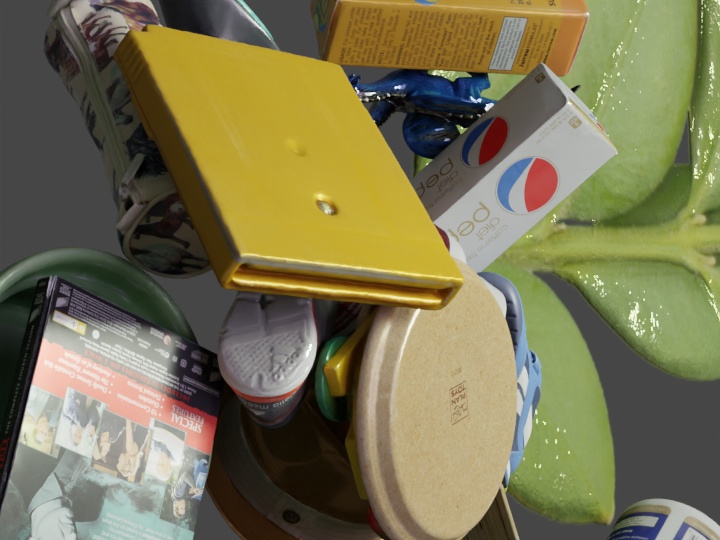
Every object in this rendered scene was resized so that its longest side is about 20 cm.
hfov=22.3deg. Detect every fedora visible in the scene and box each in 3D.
[{"bbox_3d":[-0.018,0.115,1.245,0.200,0.082,0.201,20,45,-21],"label":"fedora"}]

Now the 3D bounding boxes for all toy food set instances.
[{"bbox_3d":[0.045,0.083,1.183,0.200,0.048,0.199,-45,128,-48],"label":"toy food set"}]

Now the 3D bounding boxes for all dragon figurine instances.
[{"bbox_3d":[0.064,-0.122,1.395,0.100,0.199,0.059,-76,178,-54],"label":"dragon figurine"}]

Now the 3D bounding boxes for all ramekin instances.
[{"bbox_3d":[-0.193,0.091,1.100,0.199,0.097,0.201,10,76,-46],"label":"ramekin"}]

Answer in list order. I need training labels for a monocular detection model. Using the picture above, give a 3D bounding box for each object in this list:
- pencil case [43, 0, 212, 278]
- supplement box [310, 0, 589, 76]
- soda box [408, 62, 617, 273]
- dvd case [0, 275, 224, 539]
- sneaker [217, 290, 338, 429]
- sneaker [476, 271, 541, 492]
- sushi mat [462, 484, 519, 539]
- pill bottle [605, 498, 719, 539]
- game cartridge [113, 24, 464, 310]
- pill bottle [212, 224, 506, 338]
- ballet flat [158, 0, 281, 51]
[{"bbox_3d":[-0.140,-0.093,1.147,0.089,0.078,0.201,35,23,-53],"label":"pencil case"},{"bbox_3d":[0.066,-0.195,1.379,0.199,0.069,0.067,0,48,-14],"label":"supplement box"},{"bbox_3d":[0.091,-0.058,1.369,0.068,0.200,0.064,39,15,-35],"label":"soda box"},{"bbox_3d":[-0.150,0.121,1.052,0.146,0.022,0.201,29,62,-42],"label":"dvd case"},{"bbox_3d":[-0.046,0.012,1.163,0.082,0.077,0.201,86,19,-53],"label":"sneaker"},{"bbox_3d":[0.100,0.077,1.413,0.082,0.074,0.201,-46,146,-45],"label":"sneaker"},{"bbox_3d":[0.096,0.199,1.398,0.012,0.096,0.201,-24,104,-28],"label":"sushi mat"},{"bbox_3d":[0.228,0.294,1.512,0.200,0.115,0.116,-49,118,-40],"label":"pill bottle"},{"bbox_3d":[-0.046,-0.063,1.107,0.176,0.032,0.200,7,41,-40],"label":"game cartridge"},{"bbox_3d":[0.000,0.000,1.282,0.200,0.113,0.113,33,59,-20],"label":"pill bottle"},{"bbox_3d":[-0.081,-0.132,1.288,0.200,0.073,0.073,44,53,-36],"label":"ballet flat"}]
